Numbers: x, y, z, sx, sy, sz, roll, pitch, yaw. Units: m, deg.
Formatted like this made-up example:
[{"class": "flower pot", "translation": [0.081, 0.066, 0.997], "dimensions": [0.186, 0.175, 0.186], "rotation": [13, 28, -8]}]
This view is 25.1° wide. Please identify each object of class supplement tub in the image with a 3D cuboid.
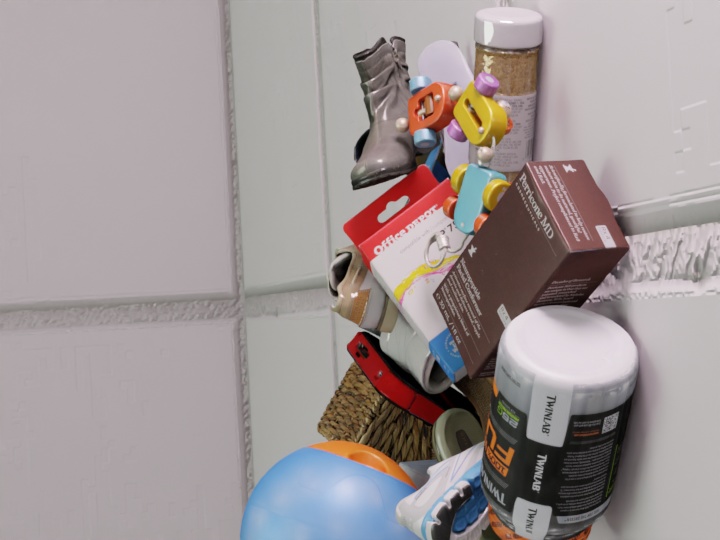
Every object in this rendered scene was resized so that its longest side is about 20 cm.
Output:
[{"class": "supplement tub", "translation": [0.170, 0.144, 1.415], "dimensions": [0.123, 0.121, 0.202], "rotation": [-112, 23, -55]}]

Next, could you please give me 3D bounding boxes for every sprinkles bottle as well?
[{"class": "sprinkles bottle", "translation": [0.142, -0.156, 1.603], "dimensions": [0.068, 0.067, 0.203], "rotation": [-123, 32, -66]}]

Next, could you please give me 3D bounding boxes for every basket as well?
[{"class": "basket", "translation": [0.051, 0.199, 2.105], "dimensions": [0.144, 0.148, 0.200], "rotation": [-59, 13, -3]}]

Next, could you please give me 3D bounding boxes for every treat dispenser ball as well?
[{"class": "treat dispenser ball", "translation": [-0.025, 0.277, 1.658], "dimensions": [0.201, 0.198, 0.204], "rotation": [177, 90, -77]}]

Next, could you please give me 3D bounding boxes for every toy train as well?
[{"class": "toy train", "translation": [0.101, -0.106, 1.554], "dimensions": [0.150, 0.055, 0.203], "rotation": [-33, 57, 50]}]

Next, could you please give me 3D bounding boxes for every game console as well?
[{"class": "game console", "translation": [0.074, 0.141, 1.772], "dimensions": [0.031, 0.176, 0.200], "rotation": [-54, 19, 5]}]

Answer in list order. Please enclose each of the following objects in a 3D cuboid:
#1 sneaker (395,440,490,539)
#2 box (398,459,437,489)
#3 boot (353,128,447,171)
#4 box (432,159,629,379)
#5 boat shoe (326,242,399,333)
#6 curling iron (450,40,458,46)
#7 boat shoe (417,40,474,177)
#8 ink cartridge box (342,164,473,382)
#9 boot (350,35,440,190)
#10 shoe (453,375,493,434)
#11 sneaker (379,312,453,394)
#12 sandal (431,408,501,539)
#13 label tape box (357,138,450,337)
[{"class": "sneaker", "translation": [0.111, 0.191, 1.533], "dimensions": [0.086, 0.199, 0.076], "rotation": [11, 121, 48]}, {"class": "box", "translation": [0.116, 0.288, 1.727], "dimensions": [0.200, 0.105, 0.155], "rotation": [-177, 85, -78]}, {"class": "boot", "translation": [0.056, -0.136, 1.925], "dimensions": [0.200, 0.096, 0.076], "rotation": [-172, 80, -78]}, {"class": "box", "translation": [0.150, 0.002, 1.456], "dimensions": [0.201, 0.074, 0.101], "rotation": [-56, 48, 43]}, {"class": "boat shoe", "translation": [0.000, 0.000, 1.728], "dimensions": [0.200, 0.068, 0.076], "rotation": [-104, 28, -69]}, {"class": "curling iron", "translation": [0.114, -0.164, 1.795], "dimensions": [0.025, 0.049, 0.203], "rotation": [-21, 64, 42]}, {"class": "boat shoe", "translation": [0.119, -0.153, 1.738], "dimensions": [0.065, 0.073, 0.202], "rotation": [45, -151, -62]}, {"class": "ink cartridge box", "translation": [0.078, -0.005, 1.609], "dimensions": [0.201, 0.116, 0.067], "rotation": [53, 177, 12]}, {"class": "boot", "translation": [0.017, -0.165, 1.668], "dimensions": [0.132, 0.067, 0.200], "rotation": [69, -157, -12]}, {"class": "shoe", "translation": [0.151, 0.141, 1.666], "dimensions": [0.201, 0.053, 0.070], "rotation": [59, 137, 42]}, {"class": "sneaker", "translation": [0.091, 0.027, 1.675], "dimensions": [0.116, 0.073, 0.202], "rotation": [45, 126, 51]}, {"class": "sandal", "translation": [0.137, 0.224, 1.583], "dimensions": [0.057, 0.079, 0.202], "rotation": [-36, 81, 42]}, {"class": "label tape box", "translation": [0.070, -0.035, 1.828], "dimensions": [0.144, 0.065, 0.201], "rotation": [-70, 6, -48]}]
